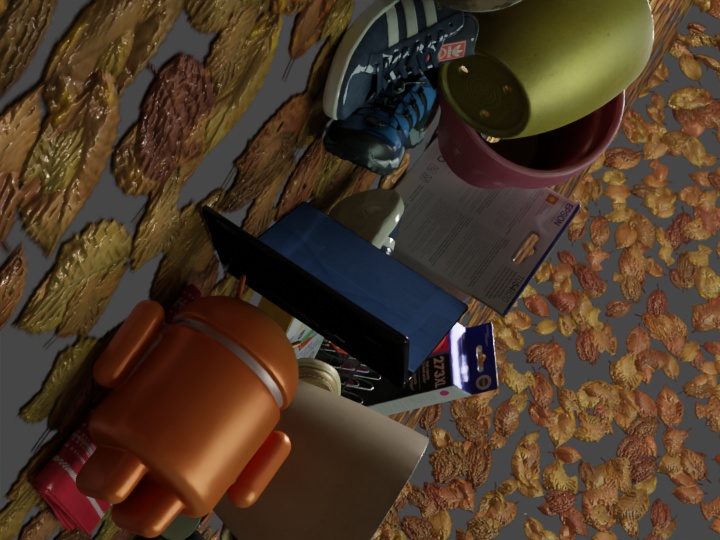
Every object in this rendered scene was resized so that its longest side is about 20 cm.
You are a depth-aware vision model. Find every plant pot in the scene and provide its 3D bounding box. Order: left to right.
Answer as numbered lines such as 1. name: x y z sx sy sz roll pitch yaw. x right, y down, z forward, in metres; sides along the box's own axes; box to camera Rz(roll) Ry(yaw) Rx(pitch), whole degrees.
1. plant pot: -0.070 0.173 1.015 0.188 0.199 0.187 -55 176 -5
2. plant pot: 0.171 -0.176 1.261 0.201 0.199 0.179 -54 -178 -17
3. plant pot: 0.153 -0.206 1.052 0.142 0.199 0.201 -48 165 -29

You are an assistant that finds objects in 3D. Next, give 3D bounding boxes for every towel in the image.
1. towel: -0.188 0.117 0.922 0.201 0.022 0.145 -55 166 -22

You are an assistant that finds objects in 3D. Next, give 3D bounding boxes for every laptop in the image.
1. laptop: -0.011 -0.006 0.923 0.116 0.186 0.200 -54 167 -16

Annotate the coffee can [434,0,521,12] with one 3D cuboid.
1. coffee can: 0.120 -0.282 0.855 0.200 0.146 0.147 -36 155 -59

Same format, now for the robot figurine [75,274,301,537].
1. robot figurine: -0.123 0.103 0.845 0.200 0.143 0.117 -53 166 -25

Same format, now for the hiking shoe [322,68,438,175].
1. hiking shoe: 0.020 -0.147 1.006 0.200 0.074 0.087 -54 165 -66

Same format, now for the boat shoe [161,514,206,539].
1. boat shoe: -0.145 0.177 1.125 0.201 0.071 0.063 -62 176 13

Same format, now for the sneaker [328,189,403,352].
1. sneaker: 0.000 0.000 1.098 0.201 0.074 0.085 -65 147 -48

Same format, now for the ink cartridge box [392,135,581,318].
1. ink cartridge box: 0.132 -0.055 1.339 0.200 0.199 0.041 -50 165 -30

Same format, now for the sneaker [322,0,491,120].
1. sneaker: 0.048 -0.191 0.941 0.200 0.084 0.075 -53 167 -22

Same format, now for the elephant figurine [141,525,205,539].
1. elephant figurine: -0.155 0.353 1.211 0.156 0.199 0.142 -53 167 -18

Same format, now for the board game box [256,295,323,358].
1. board game box: -0.075 0.064 1.188 0.153 0.040 0.201 -36 156 -60

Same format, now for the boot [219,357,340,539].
1. boot: -0.083 0.199 1.135 0.156 0.072 0.201 -74 -169 -51

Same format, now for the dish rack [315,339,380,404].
1. dish rack: -0.009 0.080 1.267 0.201 0.054 0.154 -57 -150 29

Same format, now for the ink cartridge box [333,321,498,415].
1. ink cartridge box: 0.061 0.116 1.326 0.037 0.198 0.095 56 26 -48

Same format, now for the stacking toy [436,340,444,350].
1. stacking toy: 0.052 0.042 1.311 0.086 0.085 0.200 -59 -156 7
